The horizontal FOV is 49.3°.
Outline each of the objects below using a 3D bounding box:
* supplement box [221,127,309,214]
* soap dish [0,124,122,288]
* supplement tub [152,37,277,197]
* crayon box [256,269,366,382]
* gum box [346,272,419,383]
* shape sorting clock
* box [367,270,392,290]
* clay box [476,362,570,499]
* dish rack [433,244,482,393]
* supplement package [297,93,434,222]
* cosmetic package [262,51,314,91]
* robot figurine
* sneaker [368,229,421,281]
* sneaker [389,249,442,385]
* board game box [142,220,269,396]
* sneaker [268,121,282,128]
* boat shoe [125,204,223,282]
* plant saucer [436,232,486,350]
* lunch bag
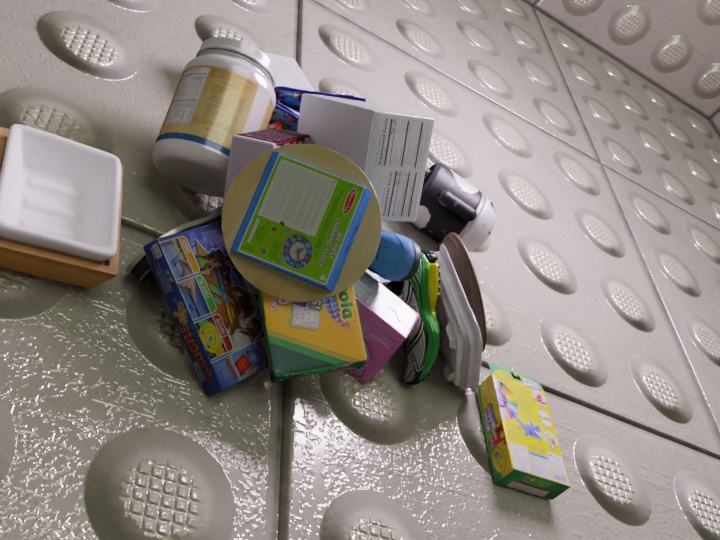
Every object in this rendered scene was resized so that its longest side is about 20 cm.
[{"bbox_3d":[-0.130,-0.139,1.108,0.061,0.109,0.200,13,16,6],"label":"supplement box"},{"bbox_3d":[-0.377,-0.076,0.960,0.157,0.081,0.200,16,42,-30],"label":"soap dish"},{"bbox_3d":[-0.209,-0.224,1.157,0.144,0.145,0.200,23,71,-22],"label":"supplement tub"},{"bbox_3d":[-0.070,0.034,1.004,0.118,0.058,0.201,-8,76,-13],"label":"crayon box"},{"bbox_3d":[-0.024,0.057,1.110,0.200,0.114,0.066,39,35,-1],"label":"gum box"},{"bbox_3d":[-0.072,-0.060,0.978,0.200,0.200,0.039,45,-9,7],"label":"shape sorting clock"},{"bbox_3d":[-0.023,-0.037,1.232,0.200,0.044,0.160,46,36,18],"label":"box"},{"bbox_3d":[0.246,0.244,1.214,0.115,0.048,0.200,22,38,-23],"label":"clay box"},{"bbox_3d":[0.136,0.079,1.219,0.043,0.172,0.200,-12,51,-5],"label":"dish rack"},{"bbox_3d":[-0.004,-0.173,1.179,0.111,0.156,0.200,-2,18,-36],"label":"supplement package"},{"bbox_3d":[-0.191,-0.335,1.414,0.200,0.081,0.113,-2,52,-42],"label":"cosmetic package"},{"bbox_3d":[0.158,-0.122,1.462,0.200,0.125,0.150,35,38,-7],"label":"robot figurine"},{"bbox_3d":[0.005,-0.034,1.101,0.078,0.066,0.200,15,8,-36],"label":"sneaker"},{"bbox_3d":[0.069,0.071,1.169,0.085,0.078,0.201,-2,89,-19],"label":"sneaker"},{"bbox_3d":[-0.177,0.041,0.996,0.135,0.034,0.200,-23,90,-52],"label":"board game box"},{"bbox_3d":[-0.175,-0.218,1.289,0.199,0.093,0.070,22,39,-24],"label":"sneaker"},{"bbox_3d":[-0.224,-0.030,1.057,0.061,0.072,0.201,52,42,0],"label":"boat shoe"},{"bbox_3d":[0.159,0.039,1.265,0.029,0.200,0.200,-14,53,-6],"label":"plant saucer"},{"bbox_3d":[-0.116,-0.263,1.333,0.200,0.150,0.094,13,81,-28],"label":"lunch bag"}]
